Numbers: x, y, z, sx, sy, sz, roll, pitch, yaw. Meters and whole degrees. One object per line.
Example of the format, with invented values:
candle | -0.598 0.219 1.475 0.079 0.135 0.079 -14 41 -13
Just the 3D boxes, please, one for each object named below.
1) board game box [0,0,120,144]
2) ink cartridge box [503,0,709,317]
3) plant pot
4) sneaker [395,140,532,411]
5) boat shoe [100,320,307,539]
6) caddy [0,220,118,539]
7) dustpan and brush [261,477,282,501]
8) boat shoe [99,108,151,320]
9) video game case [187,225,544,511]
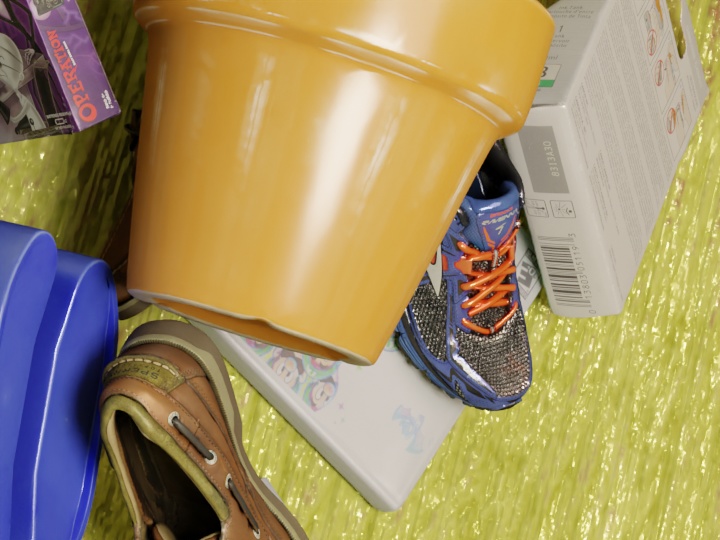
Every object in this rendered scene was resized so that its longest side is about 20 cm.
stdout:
board game box | -0.191 -0.114 1.311 0.032 0.200 0.120 -24 101 -34
ink cartridge box | 0.140 -0.098 1.625 0.200 0.050 0.161 -66 149 -41
plant pot | -0.026 -0.058 1.363 0.200 0.200 0.184 20 83 -34
sneaker | 0.054 -0.019 1.532 0.075 0.078 0.200 -23 101 -34
boat shoe | -0.080 0.125 1.386 0.200 0.072 0.068 65 30 -24
caddy | -0.193 0.061 1.352 0.141 0.105 0.200 34 63 -68
dustpan and brush | -0.066 0.219 1.471 0.200 0.057 0.140 -44 113 -29
boat shoe | -0.093 -0.064 1.468 0.068 0.072 0.200 45 53 -22
video game case | 0.000 0.000 1.555 0.200 0.024 0.182 47 62 -25
